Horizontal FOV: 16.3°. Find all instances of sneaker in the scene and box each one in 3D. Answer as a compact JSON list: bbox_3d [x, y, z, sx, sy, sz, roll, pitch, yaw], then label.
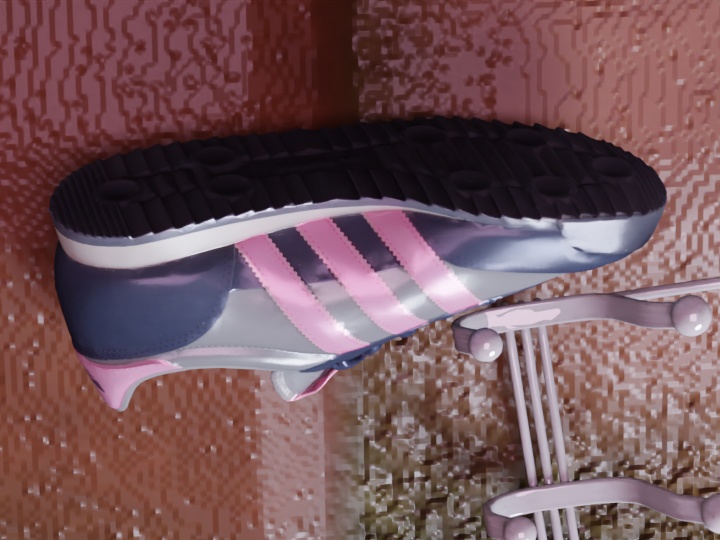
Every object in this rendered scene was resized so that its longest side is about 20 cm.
[{"bbox_3d":[0.000,0.000,0.821,0.199,0.070,0.082,-3,121,-6],"label":"sneaker"}]

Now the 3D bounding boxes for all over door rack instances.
[{"bbox_3d":[0.141,0.068,0.847,0.199,0.067,0.148,-11,105,-5],"label":"over door rack"}]
